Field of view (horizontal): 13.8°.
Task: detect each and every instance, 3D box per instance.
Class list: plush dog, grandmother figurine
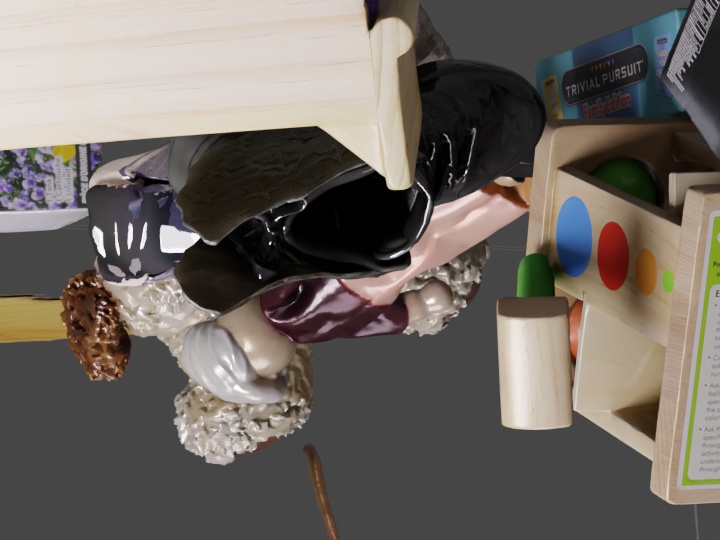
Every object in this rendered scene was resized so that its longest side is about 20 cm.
[{"bbox_3d":[-0.060,-0.008,1.503,0.200,0.161,0.172,-34,165,21],"label":"plush dog"},{"bbox_3d":[0.000,0.000,1.394,0.200,0.061,0.121,-33,138,22],"label":"grandmother figurine"}]

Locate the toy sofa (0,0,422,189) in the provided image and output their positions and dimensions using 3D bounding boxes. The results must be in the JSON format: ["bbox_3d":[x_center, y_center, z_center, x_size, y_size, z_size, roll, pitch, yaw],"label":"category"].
[{"bbox_3d":[-0.077,-0.080,1.068,0.200,0.098,0.083,-5,-160,6],"label":"toy sofa"}]

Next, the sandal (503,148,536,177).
[{"bbox_3d":[0.133,-0.037,1.332,0.200,0.045,0.075,-2,175,-31],"label":"sandal"}]

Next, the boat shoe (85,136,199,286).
[{"bbox_3d":[-0.040,-0.039,1.330,0.093,0.075,0.200,-3,-162,22],"label":"boat shoe"}]

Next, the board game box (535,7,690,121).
[{"bbox_3d":[0.201,-0.087,1.359,0.200,0.047,0.151,-2,176,-21],"label":"board game box"}]

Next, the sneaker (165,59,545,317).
[{"bbox_3d":[0.005,-0.032,1.140,0.200,0.060,0.104,-10,-154,-29],"label":"sneaker"}]

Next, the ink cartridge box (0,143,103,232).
[{"bbox_3d":[-0.236,-0.045,1.488,0.200,0.050,0.109,-2,176,-17],"label":"ink cartridge box"}]

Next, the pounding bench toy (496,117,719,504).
[{"bbox_3d":[0.116,0.011,1.210,0.200,0.124,0.156,-2,-165,-24],"label":"pounding bench toy"}]

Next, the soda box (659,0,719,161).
[{"bbox_3d":[0.189,-0.038,1.099,0.071,0.200,0.063,-2,131,-24],"label":"soda box"}]

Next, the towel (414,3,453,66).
[{"bbox_3d":[-0.066,-0.084,1.229,0.200,0.035,0.133,-5,177,6],"label":"towel"}]
